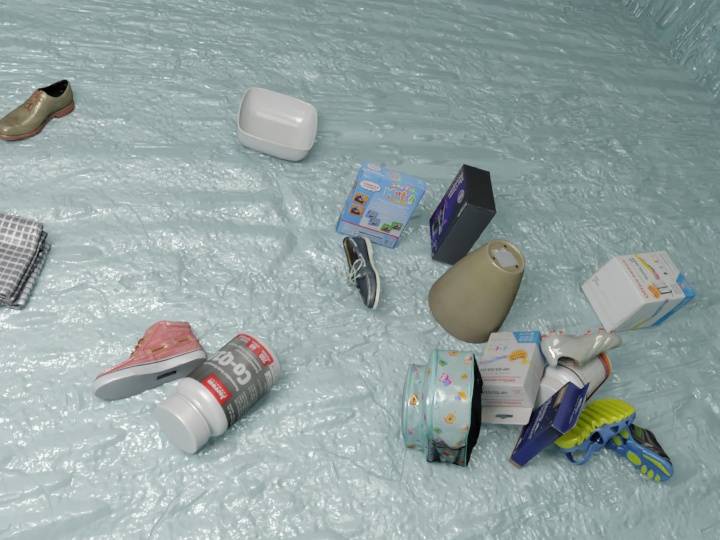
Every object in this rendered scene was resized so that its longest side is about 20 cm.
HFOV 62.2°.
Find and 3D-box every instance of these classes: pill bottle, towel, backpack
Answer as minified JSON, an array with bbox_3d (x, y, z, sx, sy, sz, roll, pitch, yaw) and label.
[{"bbox_3d":[0.455,0.240,1.300,0.199,0.110,0.110,-28,68,-38],"label":"pill bottle"},{"bbox_3d":[-0.663,-0.029,1.033,0.198,0.086,0.167,14,50,-13],"label":"towel"},{"bbox_3d":[0.152,0.242,1.102,0.151,0.201,0.177,10,50,5],"label":"backpack"},{"bbox_3d":[-0.238,0.205,1.015,0.114,0.114,0.200,40,48,10],"label":"pill bottle"}]

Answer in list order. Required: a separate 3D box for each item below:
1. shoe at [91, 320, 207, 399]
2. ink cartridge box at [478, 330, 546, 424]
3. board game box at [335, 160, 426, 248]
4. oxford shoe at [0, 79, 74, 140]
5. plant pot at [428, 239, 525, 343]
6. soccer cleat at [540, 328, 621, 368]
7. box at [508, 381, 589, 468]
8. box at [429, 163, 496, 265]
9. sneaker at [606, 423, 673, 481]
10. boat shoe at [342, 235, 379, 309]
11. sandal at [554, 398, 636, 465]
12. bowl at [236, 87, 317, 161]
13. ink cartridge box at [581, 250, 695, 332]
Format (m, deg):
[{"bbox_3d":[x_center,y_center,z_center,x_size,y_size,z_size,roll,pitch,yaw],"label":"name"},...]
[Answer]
[{"bbox_3d":[-0.372,0.150,1.033,0.198,0.072,0.091,-14,59,-38],"label":"shoe"},{"bbox_3d":[0.308,0.219,1.240,0.068,0.114,0.201,60,41,-27],"label":"ink cartridge box"},{"bbox_3d":[0.043,-0.144,1.362,0.149,0.201,0.037,16,48,-12],"label":"board game box"},{"bbox_3d":[-0.702,-0.351,1.280,0.070,0.075,0.201,30,48,0],"label":"oxford shoe"},{"bbox_3d":[0.276,0.031,1.327,0.185,0.201,0.189,12,50,-15],"label":"plant pot"},{"bbox_3d":[0.469,0.168,1.261,0.197,0.069,0.079,1,65,-19],"label":"soccer cleat"},{"bbox_3d":[0.364,0.293,1.155,0.032,0.201,0.121,35,47,8],"label":"box"},{"bbox_3d":[0.241,-0.130,1.439,0.078,0.201,0.142,12,48,-15],"label":"box"},{"bbox_3d":[0.588,0.368,1.297,0.199,0.071,0.082,43,27,16],"label":"sneaker"},{"bbox_3d":[0.000,0.000,1.313,0.061,0.075,0.202,7,50,-21],"label":"boat shoe"},{"bbox_3d":[0.485,0.335,1.238,0.198,0.088,0.079,-22,20,-13],"label":"sandal"},{"bbox_3d":[-0.214,-0.361,1.507,0.197,0.075,0.202,14,50,-13],"label":"bowl"},{"bbox_3d":[0.713,0.054,1.540,0.198,0.145,0.148,-6,57,-27],"label":"ink cartridge box"}]
